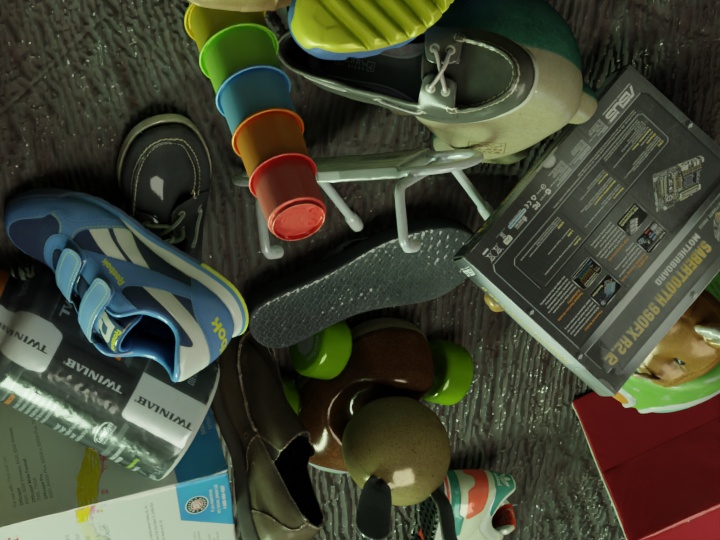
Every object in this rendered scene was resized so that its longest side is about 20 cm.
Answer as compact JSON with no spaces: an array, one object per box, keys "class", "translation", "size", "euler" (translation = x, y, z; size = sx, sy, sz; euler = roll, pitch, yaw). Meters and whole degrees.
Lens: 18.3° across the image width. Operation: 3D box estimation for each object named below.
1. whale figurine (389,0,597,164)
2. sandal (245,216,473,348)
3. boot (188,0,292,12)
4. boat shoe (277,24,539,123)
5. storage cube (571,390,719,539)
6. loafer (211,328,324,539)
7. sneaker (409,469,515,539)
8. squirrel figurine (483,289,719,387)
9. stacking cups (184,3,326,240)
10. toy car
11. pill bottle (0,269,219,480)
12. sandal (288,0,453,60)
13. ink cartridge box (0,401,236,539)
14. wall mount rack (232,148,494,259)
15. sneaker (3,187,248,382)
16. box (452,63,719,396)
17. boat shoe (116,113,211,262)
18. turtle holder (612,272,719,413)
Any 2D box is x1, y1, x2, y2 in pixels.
[{"class":"whale figurine","translation":[0.095,-0.141,1.644],"size":[0.158,0.104,0.200],"euler":[2,164,2]},{"class":"sandal","translation":[-0.001,0.000,1.805],"size":[0.199,0.043,0.076],"euler":[-18,131,1]},{"class":"boot","translation":[-0.019,-0.259,1.467],"size":[0.174,0.066,0.200],"euler":[2,139,-17]},{"class":"boat shoe","translation":[0.028,-0.139,1.538],"size":[0.057,0.199,0.067],"euler":[-2,101,-52]},{"class":"storage cube","translation":[0.324,0.190,2.069],"size":[0.179,0.171,0.200],"euler":[-25,142,6]},{"class":"loafer","translation":[-0.067,0.135,1.810],"size":[0.071,0.201,0.073],"euler":[-22,164,29]},{"class":"sneaker","translation":[0.101,0.260,2.135],"size":[0.093,0.071,0.200],"euler":[-4,137,-11]},{"class":"squirrel figurine","translation":[0.226,-0.009,1.771],"size":[0.201,0.186,0.142],"euler":[-58,175,8]},{"class":"stacking cups","translation":[-0.072,-0.105,1.510],"size":[0.060,0.201,0.061],"euler":[-11,142,-8]},{"class":"toy car","translation":[0.017,0.155,1.865],"size":[0.164,0.201,0.158],"euler":[13,131,-35]},{"class":"pill bottle","translation":[-0.216,0.071,1.699],"size":[0.199,0.106,0.106],"euler":[29,126,-12]},{"class":"sandal","translation":[0.035,-0.197,1.514],"size":[0.199,0.080,0.087],"euler":[-30,178,-23]},{"class":"ink cartridge box","translation":[-0.215,0.173,1.828],"size":[0.199,0.145,0.148],"euler":[-13,142,-10]},{"class":"wall mount rack","translation":[0.012,-0.053,1.678],"size":[0.199,0.075,0.174],"euler":[-2,-169,25]},{"class":"sneaker","translation":[-0.182,0.010,1.630],"size":[0.199,0.082,0.074],"euler":[29,146,9]},{"class":"box","translation":[0.193,-0.031,1.693],"size":[0.200,0.158,0.048],"euler":[-50,-175,-7]},{"class":"boat shoe","translation":[-0.142,-0.033,1.678],"size":[0.072,0.063,0.200],"euler":[-9,141,-14]},{"class":"turtle holder","translation":[0.272,0.042,1.920],"size":[0.186,0.141,0.132],"euler":[-51,170,-25]}]
